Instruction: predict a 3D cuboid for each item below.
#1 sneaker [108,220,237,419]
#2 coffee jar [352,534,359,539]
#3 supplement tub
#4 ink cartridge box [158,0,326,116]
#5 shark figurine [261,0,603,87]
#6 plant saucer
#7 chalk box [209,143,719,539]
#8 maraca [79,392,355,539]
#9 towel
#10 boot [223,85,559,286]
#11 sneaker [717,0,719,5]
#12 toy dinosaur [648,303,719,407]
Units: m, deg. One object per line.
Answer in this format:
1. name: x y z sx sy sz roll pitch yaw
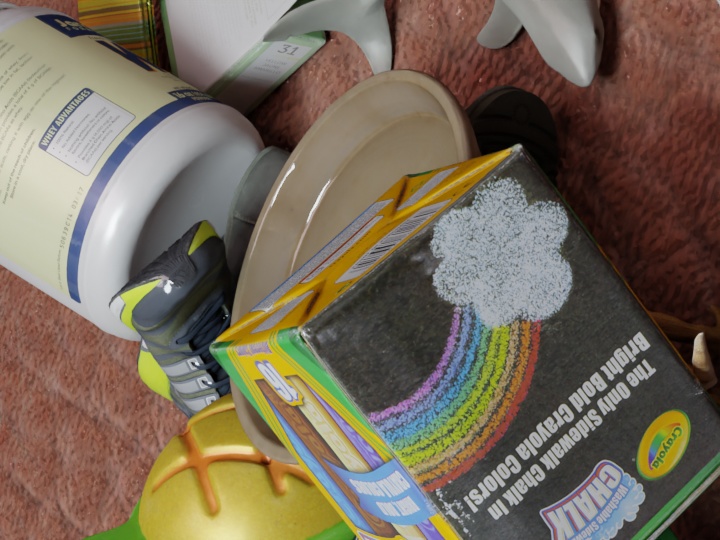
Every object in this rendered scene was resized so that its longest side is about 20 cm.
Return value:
1. sneaker: -0.079 0.038 1.224 0.074 0.200 0.081 -43 72 -11
2. coffee jar: 0.034 0.150 1.080 0.085 0.104 0.200 32 108 20
3. supplement tub: -0.169 -0.064 1.302 0.200 0.145 0.145 30 107 26
4. ink cartridge box: -0.049 -0.195 1.313 0.200 0.048 0.146 -37 54 42
5. shark figurine: 0.040 -0.163 1.165 0.214 0.089 0.128 7 86 50
6. plant saucer: 0.000 0.000 1.095 0.200 0.029 0.200 -37 42 43
7. chalk box: 0.058 0.068 0.923 0.125 0.200 0.124 -40 10 -18
8. maraca: -0.061 0.124 1.154 0.137 0.200 0.107 10 123 46
9. towel: -0.143 -0.094 1.396 0.086 0.018 0.201 4 101 57
10. boot: 0.009 -0.031 1.198 0.200 0.072 0.182 34 107 57
11. sneaker: 0.199 -0.102 0.947 0.200 0.087 0.075 50 122 46
12. toy dinosaur: 0.125 0.043 0.986 0.200 0.106 0.061 17 98 60
